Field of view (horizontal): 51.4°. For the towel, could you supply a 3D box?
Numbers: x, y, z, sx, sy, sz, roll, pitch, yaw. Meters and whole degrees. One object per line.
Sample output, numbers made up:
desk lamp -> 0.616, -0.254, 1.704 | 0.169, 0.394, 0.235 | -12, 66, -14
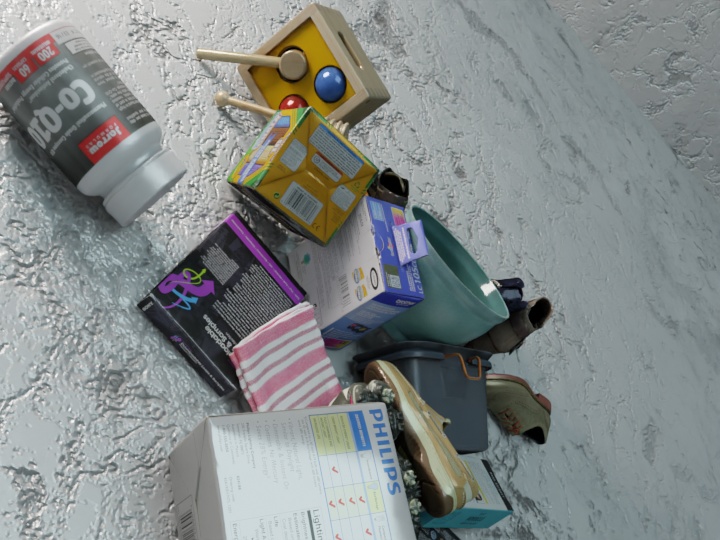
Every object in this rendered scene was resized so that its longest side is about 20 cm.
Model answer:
towel -> -0.068, 0.153, 0.883 | 0.146, 0.030, 0.202 | -33, 103, -54

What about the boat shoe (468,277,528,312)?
boat shoe -> 0.212, 0.049, 1.202 | 0.200, 0.091, 0.076 | -26, 106, -88

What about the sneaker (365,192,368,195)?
sneaker -> -0.020, -0.101, 1.110 | 0.078, 0.077, 0.201 | 40, 26, -18

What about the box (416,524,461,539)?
box -> 0.046, 0.350, 0.893 | 0.200, 0.044, 0.161 | 46, 38, -15

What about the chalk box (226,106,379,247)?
chalk box -> -0.086, -0.128, 0.989 | 0.124, 0.125, 0.200 | 38, -4, -24

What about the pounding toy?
pounding toy -> -0.097, -0.287, 1.102 | 0.202, 0.183, 0.142 | 59, 24, 1

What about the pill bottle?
pill bottle -> -0.289, -0.155, 0.808 | 0.200, 0.113, 0.114 | 50, 36, -10

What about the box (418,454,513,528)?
box -> 0.127, 0.289, 0.982 | 0.199, 0.049, 0.083 | 28, 29, -52

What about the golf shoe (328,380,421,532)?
golf shoe -> 0.013, 0.231, 0.857 | 0.076, 0.088, 0.203 | 5, 69, -40

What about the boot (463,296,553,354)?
boot -> 0.257, 0.084, 1.255 | 0.071, 0.146, 0.200 | 53, 36, -6

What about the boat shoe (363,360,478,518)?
boat shoe -> 0.074, 0.193, 0.902 | 0.075, 0.072, 0.202 | -13, 63, -30

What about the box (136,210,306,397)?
box -> -0.157, 0.033, 0.893 | 0.143, 0.036, 0.200 | 50, 35, -12

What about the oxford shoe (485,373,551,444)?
oxford shoe -> 0.249, 0.224, 1.209 | 0.199, 0.070, 0.076 | 29, 50, -33

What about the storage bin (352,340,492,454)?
storage bin -> 0.101, 0.180, 1.018 | 0.199, 0.145, 0.136 | 13, 64, -44

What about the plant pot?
plant pot -> 0.092, 0.029, 1.040 | 0.200, 0.134, 0.201 | 43, 18, -17

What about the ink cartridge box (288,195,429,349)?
ink cartridge box -> 0.000, 0.000, 0.960 | 0.076, 0.199, 0.138 | 11, 57, -40

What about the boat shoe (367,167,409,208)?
boat shoe -> 0.049, -0.118, 1.174 | 0.074, 0.074, 0.201 | 25, 21, -12

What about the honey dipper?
honey dipper -> -0.113, -0.218, 1.057 | 0.197, 0.038, 0.038 | 19, 39, 7

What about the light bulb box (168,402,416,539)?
light bulb box -> -0.064, 0.247, 0.730 | 0.198, 0.125, 0.201 | 2, 63, -33
